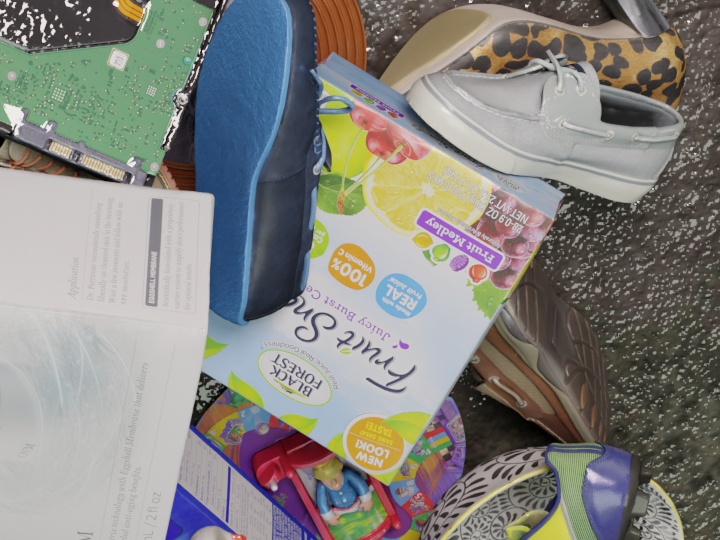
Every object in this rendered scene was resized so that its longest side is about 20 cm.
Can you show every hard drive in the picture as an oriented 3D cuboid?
[{"bbox_3d":[-0.145,-0.159,1.235,0.140,0.038,0.200,22,82,-18],"label":"hard drive"}]

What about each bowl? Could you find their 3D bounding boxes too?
[{"bbox_3d":[0.113,0.190,1.526,0.200,0.094,0.201,-10,123,-16],"label":"bowl"}]

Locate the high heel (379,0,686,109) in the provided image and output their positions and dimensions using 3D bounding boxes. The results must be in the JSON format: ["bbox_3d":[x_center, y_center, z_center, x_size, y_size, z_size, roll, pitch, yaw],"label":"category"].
[{"bbox_3d":[0.106,-0.108,1.370,0.200,0.071,0.143,-37,118,-2],"label":"high heel"}]

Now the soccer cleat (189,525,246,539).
[{"bbox_3d":[-0.085,0.242,1.409,0.077,0.069,0.200,-13,130,7],"label":"soccer cleat"}]

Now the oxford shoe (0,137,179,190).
[{"bbox_3d":[-0.184,-0.069,1.282,0.200,0.074,0.071,42,126,-12],"label":"oxford shoe"}]

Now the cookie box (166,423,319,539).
[{"bbox_3d":[-0.144,0.192,1.453,0.171,0.075,0.200,-33,122,20],"label":"cookie box"}]

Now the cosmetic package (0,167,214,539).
[{"bbox_3d":[-0.195,0.055,1.229,0.200,0.123,0.200,8,130,-8],"label":"cosmetic package"}]

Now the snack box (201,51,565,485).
[{"bbox_3d":[0.000,0.000,1.328,0.168,0.068,0.200,31,111,2],"label":"snack box"}]

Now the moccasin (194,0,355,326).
[{"bbox_3d":[-0.052,-0.069,1.251,0.068,0.080,0.200,-14,128,-40],"label":"moccasin"}]

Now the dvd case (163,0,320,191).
[{"bbox_3d":[-0.103,-0.119,1.339,0.148,0.016,0.200,0,118,-15],"label":"dvd case"}]

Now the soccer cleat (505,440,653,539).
[{"bbox_3d":[0.130,0.194,1.453,0.084,0.065,0.200,16,120,3],"label":"soccer cleat"}]

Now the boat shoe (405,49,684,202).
[{"bbox_3d":[0.114,-0.096,1.314,0.201,0.070,0.072,13,120,-41],"label":"boat shoe"}]

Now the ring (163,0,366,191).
[{"bbox_3d":[-0.092,-0.118,1.323,0.200,0.019,0.201,-7,122,-12],"label":"ring"}]

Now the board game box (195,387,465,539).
[{"bbox_3d":[-0.021,0.147,1.499,0.200,0.039,0.158,14,114,-22],"label":"board game box"}]

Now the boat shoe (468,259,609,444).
[{"bbox_3d":[0.109,0.056,1.475,0.072,0.076,0.200,-11,136,26],"label":"boat shoe"}]
